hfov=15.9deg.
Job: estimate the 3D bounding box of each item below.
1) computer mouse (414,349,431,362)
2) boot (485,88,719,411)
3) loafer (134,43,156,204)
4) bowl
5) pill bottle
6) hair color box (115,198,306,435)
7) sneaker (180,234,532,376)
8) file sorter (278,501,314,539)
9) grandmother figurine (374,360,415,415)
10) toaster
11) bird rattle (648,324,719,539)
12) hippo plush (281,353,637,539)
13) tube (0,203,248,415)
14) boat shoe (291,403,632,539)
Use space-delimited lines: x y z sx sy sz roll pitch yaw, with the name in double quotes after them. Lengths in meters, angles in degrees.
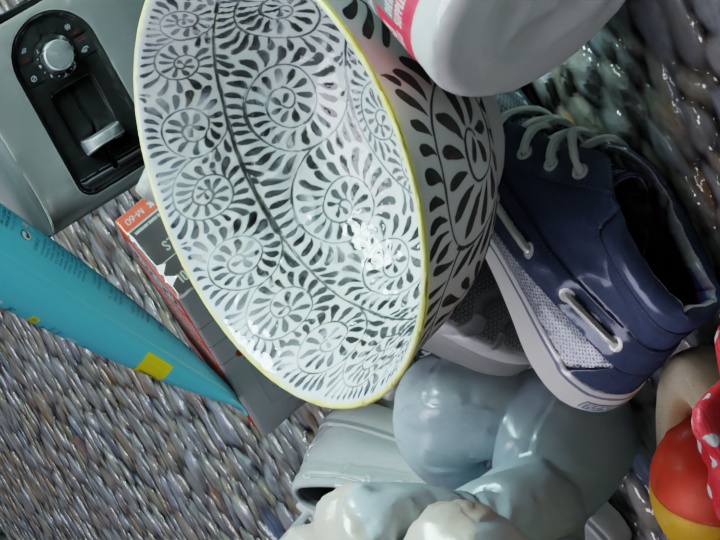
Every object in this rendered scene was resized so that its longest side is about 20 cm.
0.035 0.016 1.313 0.200 0.034 0.059 73 177 -85 "computer mouse"
0.084 -0.044 1.119 0.201 0.073 0.090 59 141 13 "boot"
-0.078 -0.115 1.294 0.070 0.069 0.201 115 160 -52 "loafer"
-0.002 -0.052 1.081 0.200 0.094 0.202 34 136 41 "bowl"
0.016 -0.172 1.004 0.200 0.110 0.111 51 160 26 "pill bottle"
-0.049 0.001 1.387 0.064 0.111 0.200 48 172 24 "hair color box"
0.000 0.000 1.196 0.199 0.075 0.082 27 138 19 "sneaker"
0.023 0.229 1.497 0.200 0.125 0.139 46 156 -5 "file sorter"
0.023 0.099 1.500 0.121 0.061 0.200 32 157 12 "grandmother figurine"
-0.146 -0.108 1.434 0.119 0.180 0.200 60 162 -8 "toaster"
0.154 0.101 1.089 0.163 0.112 0.201 -117 10 -59 "bird rattle"
0.069 0.102 1.203 0.199 0.162 0.160 9 153 19 "hippo plush"
-0.148 0.018 1.371 0.199 0.051 0.077 32 -175 -20 "tube"
0.048 0.126 1.372 0.199 0.069 0.072 20 152 31 "boat shoe"
